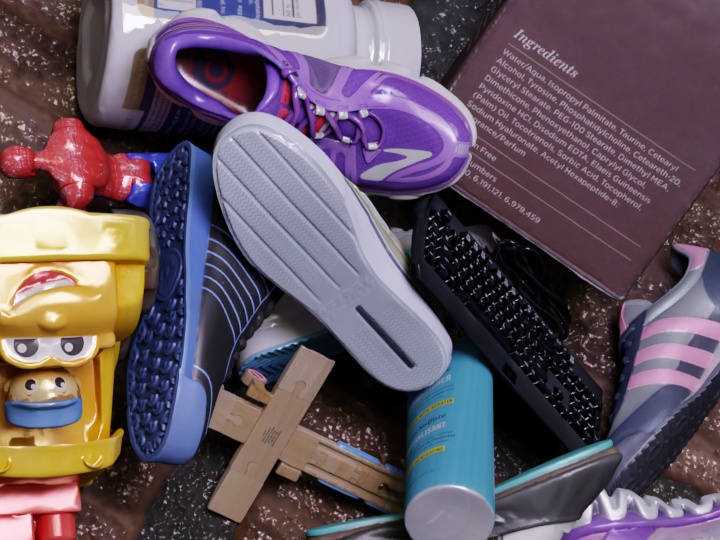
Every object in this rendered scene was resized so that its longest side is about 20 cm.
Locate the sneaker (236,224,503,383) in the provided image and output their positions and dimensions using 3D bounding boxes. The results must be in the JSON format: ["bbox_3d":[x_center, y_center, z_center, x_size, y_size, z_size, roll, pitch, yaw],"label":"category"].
[{"bbox_3d":[0.000,0.000,1.525,0.200,0.077,0.081,-18,70,-28],"label":"sneaker"}]

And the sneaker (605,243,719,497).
[{"bbox_3d":[0.186,0.065,1.579,0.082,0.070,0.200,30,58,19],"label":"sneaker"}]

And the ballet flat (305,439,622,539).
[{"bbox_3d":[0.065,0.159,1.460,0.199,0.068,0.069,-17,85,5],"label":"ballet flat"}]

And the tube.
[{"bbox_3d":[0.053,0.083,1.456,0.050,0.077,0.200,43,25,-23],"label":"tube"}]

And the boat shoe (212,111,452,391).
[{"bbox_3d":[-0.018,-0.014,1.427,0.200,0.072,0.062,53,18,-24],"label":"boat shoe"}]

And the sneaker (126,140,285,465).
[{"bbox_3d":[-0.082,0.023,1.423,0.078,0.070,0.201,20,61,-28],"label":"sneaker"}]

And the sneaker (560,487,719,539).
[{"bbox_3d":[0.206,0.183,1.508,0.199,0.081,0.089,0,54,-14],"label":"sneaker"}]

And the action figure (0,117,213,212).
[{"bbox_3d":[-0.145,-0.043,1.504,0.200,0.099,0.065,10,58,-41],"label":"action figure"}]

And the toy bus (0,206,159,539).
[{"bbox_3d":[-0.185,0.070,1.360,0.135,0.200,0.193,0,75,-18],"label":"toy bus"}]

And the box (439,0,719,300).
[{"bbox_3d":[0.151,-0.120,1.531,0.164,0.166,0.200,35,105,-2],"label":"box"}]

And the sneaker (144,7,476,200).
[{"bbox_3d":[-0.032,-0.089,1.434,0.199,0.083,0.081,16,101,-3],"label":"sneaker"}]

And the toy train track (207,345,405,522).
[{"bbox_3d":[-0.019,0.110,1.482,0.200,0.033,0.115,27,103,-18],"label":"toy train track"}]

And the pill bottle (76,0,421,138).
[{"bbox_3d":[-0.069,-0.135,1.538,0.199,0.111,0.111,5,65,-18],"label":"pill bottle"}]

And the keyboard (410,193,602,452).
[{"bbox_3d":[0.099,0.024,1.485,0.200,0.040,0.104,49,28,-34],"label":"keyboard"}]
